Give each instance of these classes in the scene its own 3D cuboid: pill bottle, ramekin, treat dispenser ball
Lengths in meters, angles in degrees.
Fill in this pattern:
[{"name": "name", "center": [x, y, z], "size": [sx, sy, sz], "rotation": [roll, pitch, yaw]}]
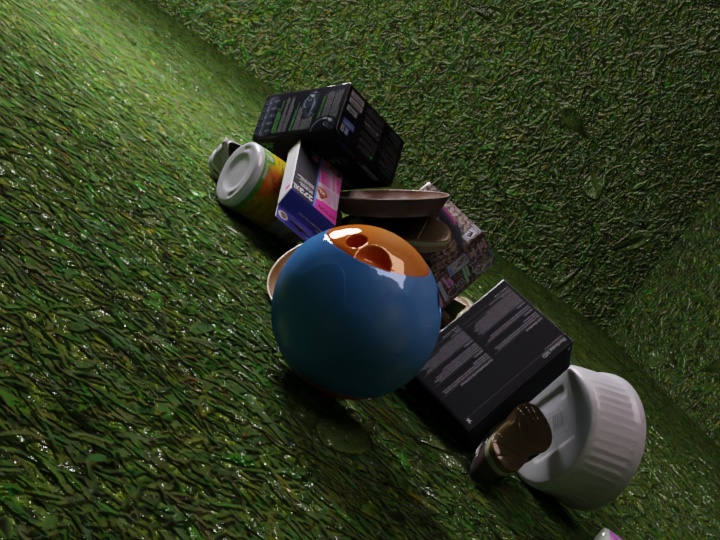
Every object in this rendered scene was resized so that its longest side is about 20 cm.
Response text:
[{"name": "pill bottle", "center": [-0.127, -0.113, 1.840], "size": [0.199, 0.112, 0.111], "rotation": [31, 12, -34]}, {"name": "ramekin", "center": [0.302, 0.233, 1.619], "size": [0.097, 0.202, 0.201], "rotation": [22, 17, -31]}, {"name": "treat dispenser ball", "center": [-0.005, 0.048, 1.311], "size": [0.200, 0.202, 0.201], "rotation": [36, 10, -8]}]

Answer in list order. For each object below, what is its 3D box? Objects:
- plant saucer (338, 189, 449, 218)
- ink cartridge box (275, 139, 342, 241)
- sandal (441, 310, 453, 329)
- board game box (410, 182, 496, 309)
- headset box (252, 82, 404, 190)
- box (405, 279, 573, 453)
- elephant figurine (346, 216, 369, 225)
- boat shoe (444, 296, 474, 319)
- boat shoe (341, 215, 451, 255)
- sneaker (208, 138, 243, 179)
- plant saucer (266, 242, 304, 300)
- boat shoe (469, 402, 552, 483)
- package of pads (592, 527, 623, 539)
[{"name": "plant saucer", "center": [0.048, -0.110, 1.864], "size": [0.197, 0.035, 0.200], "rotation": [1, 8, 0]}, {"name": "ink cartridge box", "center": [-0.079, -0.118, 1.762], "size": [0.094, 0.037, 0.201], "rotation": [39, 31, -22]}, {"name": "sandal", "center": [0.122, 0.086, 2.038], "size": [0.082, 0.055, 0.200], "rotation": [42, -5, -13]}, {"name": "board game box", "center": [0.103, -0.021, 1.940], "size": [0.159, 0.200, 0.097], "rotation": [44, -7, 36]}, {"name": "headset box", "center": [-0.059, -0.218, 1.897], "size": [0.198, 0.094, 0.174], "rotation": [0, -29, 37]}, {"name": "box", "center": [0.177, 0.132, 1.572], "size": [0.141, 0.199, 0.079], "rotation": [43, -20, 31]}, {"name": "elephant figurine", "center": [0.000, 0.000, 1.762], "size": [0.142, 0.154, 0.200], "rotation": [52, 10, -4]}, {"name": "boat shoe", "center": [0.214, 0.108, 2.210], "size": [0.073, 0.076, 0.200], "rotation": [23, 10, -38]}, {"name": "boat shoe", "center": [0.056, -0.050, 1.888], "size": [0.198, 0.064, 0.074], "rotation": [1, 40, 15]}, {"name": "sneaker", "center": [-0.166, -0.152, 1.917], "size": [0.198, 0.075, 0.082], "rotation": [28, -30, -6]}, {"name": "plant saucer", "center": [-0.028, 0.023, 1.539], "size": [0.200, 0.198, 0.036], "rotation": [49, -27, 47]}, {"name": "boat shoe", "center": [0.198, 0.233, 1.512], "size": [0.072, 0.066, 0.200], "rotation": [59, 27, 6]}, {"name": "package of pads", "center": [0.339, 0.403, 1.346], "size": [0.154, 0.068, 0.200], "rotation": [39, 11, 3]}]
